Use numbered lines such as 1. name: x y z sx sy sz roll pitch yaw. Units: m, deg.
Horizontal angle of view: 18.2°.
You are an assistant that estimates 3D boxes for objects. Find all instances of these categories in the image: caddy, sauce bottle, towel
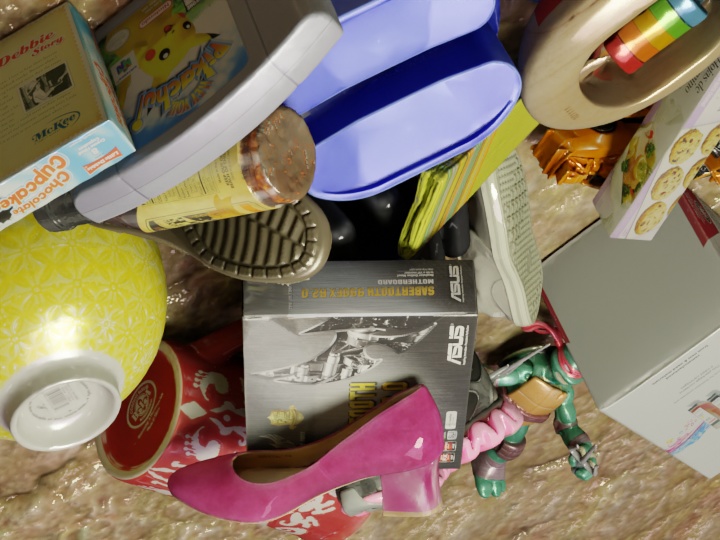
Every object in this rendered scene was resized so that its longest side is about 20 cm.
1. caddy: 0.006 -0.138 1.453 0.199 0.105 0.142 -26 123 -7
2. sauce bottle: -0.122 -0.058 1.415 0.199 0.067 0.066 -9 157 36
3. towel: 0.089 -0.089 1.545 0.200 0.018 0.086 -46 165 -40

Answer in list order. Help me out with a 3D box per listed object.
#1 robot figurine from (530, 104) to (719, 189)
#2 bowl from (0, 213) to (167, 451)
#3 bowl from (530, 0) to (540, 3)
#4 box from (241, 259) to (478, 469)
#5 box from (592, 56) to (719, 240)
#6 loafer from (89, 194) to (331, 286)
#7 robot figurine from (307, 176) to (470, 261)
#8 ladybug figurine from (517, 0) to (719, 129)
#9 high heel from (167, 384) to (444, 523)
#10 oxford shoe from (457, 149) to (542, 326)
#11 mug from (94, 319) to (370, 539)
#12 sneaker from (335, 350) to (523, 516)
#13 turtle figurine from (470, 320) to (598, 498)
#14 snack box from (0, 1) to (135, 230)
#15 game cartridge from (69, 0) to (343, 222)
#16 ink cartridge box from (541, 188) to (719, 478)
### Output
1. robot figurine: 0.232 -0.107 1.664 0.199 0.058 0.145 0 139 -30
2. bowl: -0.218 0.059 1.562 0.199 0.108 0.201 -16 143 -13
3. bowl: 0.165 -0.256 1.450 0.199 0.040 0.201 -16 144 -12
4. box: -0.003 0.069 1.554 0.157 0.049 0.201 -1 144 -3
5. box: 0.227 -0.101 1.584 0.041 0.039 0.201 2 137 -30
6. loafer: -0.095 -0.040 1.474 0.067 0.199 0.077 8 100 -60
7. robot figurine: 0.002 0.000 1.603 0.149 0.126 0.201 -2 145 9
8. ladybug figurine: 0.184 -0.174 1.470 0.199 0.072 0.136 -34 145 13
9. high heel: -0.040 0.121 1.547 0.198 0.067 0.097 2 116 16
10. oxford shoe: 0.097 -0.027 1.686 0.057 0.076 0.201 8 146 16
11. mug: -0.090 0.105 1.716 0.199 0.179 0.133 18 165 -39
12. sneaker: 0.039 0.116 1.699 0.079 0.096 0.200 -18 -172 41
13. turtle figurine: 0.135 0.114 1.850 0.149 0.101 0.200 35 135 -13
14. snack box: -0.241 -0.070 1.373 0.199 0.117 0.037 -29 138 7
15. game cartridge: -0.106 -0.124 1.374 0.199 0.134 0.040 -37 140 15
16. ink cartridge box: 0.264 0.048 1.807 0.144 0.146 0.200 -37 144 16
